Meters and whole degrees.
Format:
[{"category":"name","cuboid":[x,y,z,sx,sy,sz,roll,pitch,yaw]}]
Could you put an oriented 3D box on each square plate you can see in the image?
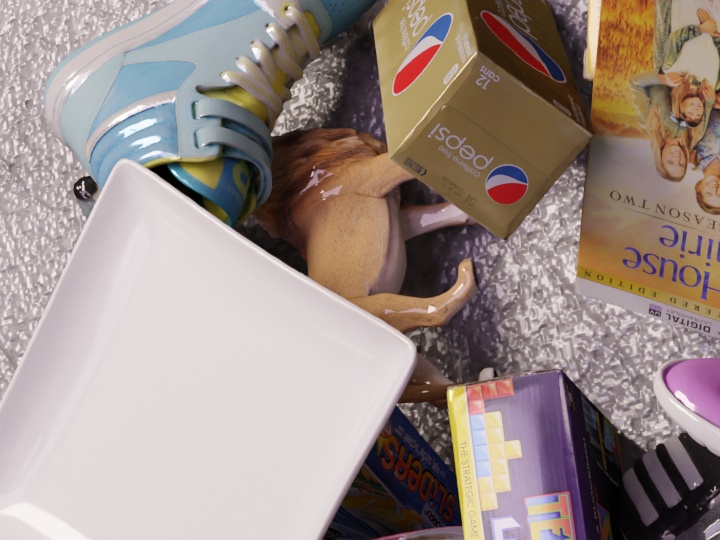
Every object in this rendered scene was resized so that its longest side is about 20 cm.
[{"category":"square plate","cuboid":[-0.082,0.079,1.208,0.198,0.028,0.201,32,100,33]}]

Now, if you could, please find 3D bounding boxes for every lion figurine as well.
[{"category":"lion figurine","cuboid":[0.000,0.000,1.275,0.122,0.073,0.200,-11,43,9]}]

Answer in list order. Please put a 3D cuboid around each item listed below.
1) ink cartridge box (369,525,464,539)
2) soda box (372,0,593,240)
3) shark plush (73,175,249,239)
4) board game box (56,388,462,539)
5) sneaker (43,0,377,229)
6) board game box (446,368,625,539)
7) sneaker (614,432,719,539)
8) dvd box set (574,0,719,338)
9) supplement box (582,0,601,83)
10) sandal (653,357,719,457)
[{"category":"ink cartridge box","cuboid":[-0.017,0.209,1.251,0.200,0.083,0.147,-16,77,42]},{"category":"soda box","cuboid":[0.053,-0.091,1.217,0.064,0.068,0.200,-51,16,16]},{"category":"shark plush","cuboid":[-0.075,0.011,1.370,0.200,0.091,0.083,49,150,5]},{"category":"board game box","cuboid":[-0.057,0.090,1.289,0.199,0.135,0.035,1,56,34]},{"category":"sneaker","cuboid":[-0.050,-0.087,1.288,0.200,0.080,0.131,-33,46,3]},{"category":"board game box","cuboid":[0.091,0.157,1.155,0.056,0.165,0.201,-9,76,11]},{"category":"sneaker","cuboid":[0.183,0.162,1.120,0.075,0.115,0.200,-36,35,15]},{"category":"dvd box set","cuboid":[0.169,-0.055,1.133,0.146,0.029,0.201,18,131,19]},{"category":"supplement box","cuboid":[0.208,-0.145,1.168,0.199,0.103,0.132,-5,79,33]},{"category":"sandal","cuboid":[0.225,0.072,1.133,0.202,0.082,0.050,25,115,22]}]
